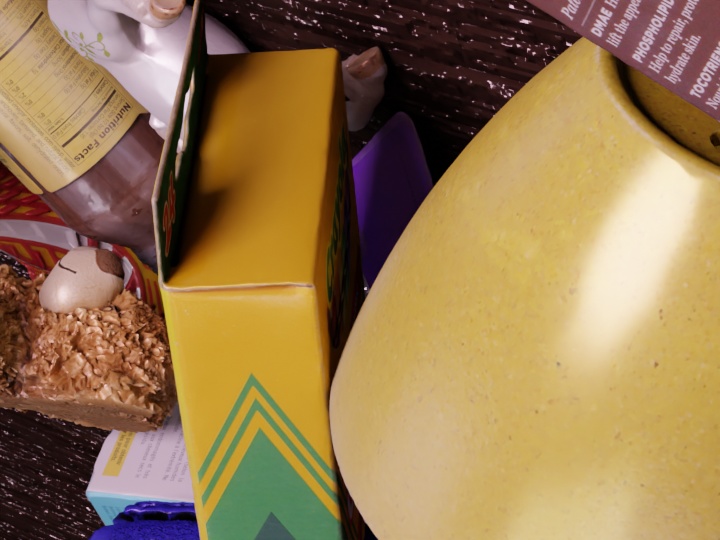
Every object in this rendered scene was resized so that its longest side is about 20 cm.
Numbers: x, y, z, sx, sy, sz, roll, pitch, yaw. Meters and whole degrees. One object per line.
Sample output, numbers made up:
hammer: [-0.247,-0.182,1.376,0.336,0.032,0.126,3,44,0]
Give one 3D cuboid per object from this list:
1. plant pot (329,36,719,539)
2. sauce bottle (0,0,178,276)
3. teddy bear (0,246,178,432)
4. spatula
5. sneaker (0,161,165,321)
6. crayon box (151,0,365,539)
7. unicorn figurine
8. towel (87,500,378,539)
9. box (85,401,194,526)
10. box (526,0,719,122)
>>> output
plant pot: [0.102,0.004,0.768,0.199,0.200,0.143,27,129,16]
sauce bottle: [-0.112,-0.057,1.023,0.065,0.065,0.200,-5,133,53]
teddy bear: [-0.168,0.015,1.022,0.199,0.067,0.145,4,167,17]
spatula: [0.000,0.000,1.024,0.200,0.020,0.057,117,138,-69]
sneaker: [-0.104,-0.004,1.121,0.200,0.073,0.077,50,177,-29]
crayon box: [-0.028,0.018,0.871,0.050,0.127,0.201,-1,130,6]
unicorn figurine: [-0.056,-0.061,0.957,0.201,0.074,0.137,58,149,-5]
towel: [0.012,0.128,0.997,0.199,0.050,0.148,0,151,27]
box: [-0.002,0.077,1.043,0.199,0.083,0.049,4,145,23]
box: [0.078,-0.114,0.666,0.200,0.100,0.075,34,154,4]
